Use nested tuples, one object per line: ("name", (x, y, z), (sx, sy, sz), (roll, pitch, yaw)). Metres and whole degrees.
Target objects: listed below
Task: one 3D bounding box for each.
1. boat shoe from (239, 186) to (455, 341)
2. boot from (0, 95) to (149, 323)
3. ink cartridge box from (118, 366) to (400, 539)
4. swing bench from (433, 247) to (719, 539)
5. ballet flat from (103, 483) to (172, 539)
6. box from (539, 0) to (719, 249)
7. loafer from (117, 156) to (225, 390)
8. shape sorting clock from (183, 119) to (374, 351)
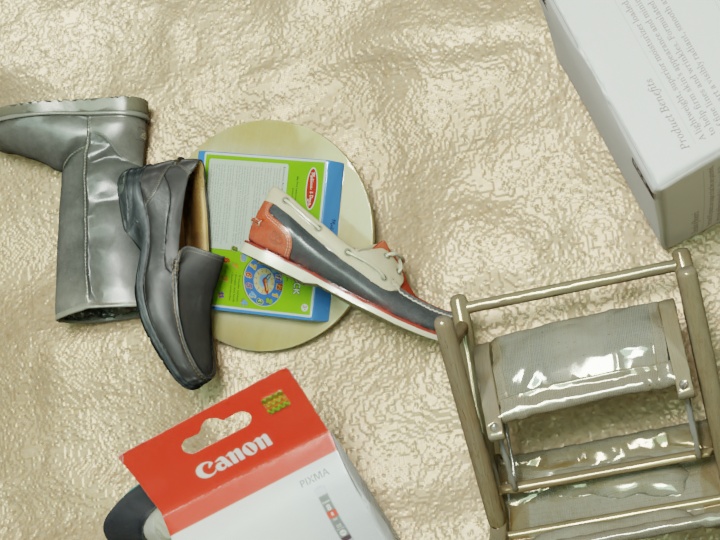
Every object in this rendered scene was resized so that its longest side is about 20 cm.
("boat shoe", (0.000, 0.000, 1.182), (0.199, 0.071, 0.063), (26, 85, -2))
("boot", (-0.265, -0.052, 1.297), (0.181, 0.073, 0.202), (-4, 84, 17))
("ink cartridge box", (-0.075, 0.196, 1.138), (0.162, 0.050, 0.201), (-28, 115, 8))
("swing bench", (0.177, 0.105, 1.099), (0.198, 0.130, 0.201), (-12, 95, 12))
("ballet flat", (-0.128, 0.189, 1.196), (0.199, 0.073, 0.073), (-31, 72, 5))
("box", (0.240, -0.149, 1.100), (0.130, 0.200, 0.200), (-28, 73, 6))
("loafer", (-0.150, -0.001, 1.214), (0.072, 0.073, 0.201), (-18, 81, 18))
("shape sorting clock", (-0.083, -0.030, 1.249), (0.199, 0.039, 0.202), (-1, 87, 20))
